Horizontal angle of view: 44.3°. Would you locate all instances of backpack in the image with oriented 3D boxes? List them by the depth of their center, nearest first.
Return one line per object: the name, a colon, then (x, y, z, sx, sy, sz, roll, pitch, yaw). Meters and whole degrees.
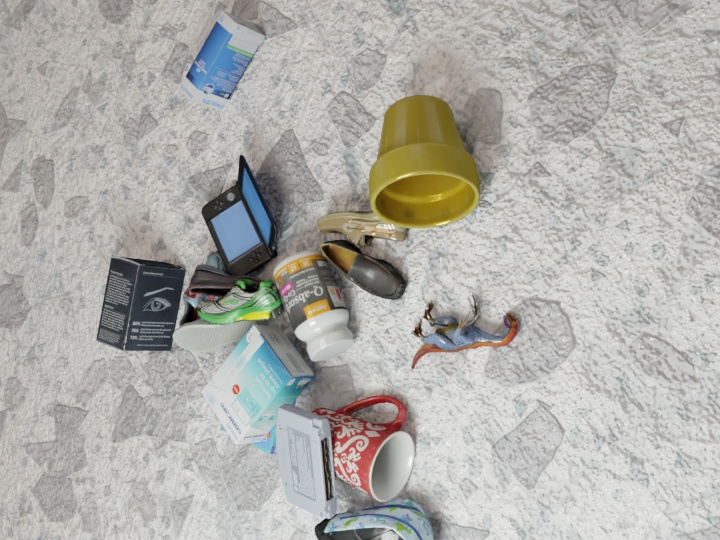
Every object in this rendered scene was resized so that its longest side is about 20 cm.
backpack: (0.039, 0.501, 1.620, 0.199, 0.153, 0.164, -28, 91, 50)

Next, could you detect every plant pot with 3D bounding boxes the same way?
plant pot: (0.112, -0.206, 1.613, 0.199, 0.200, 0.191, -19, 60, 32)

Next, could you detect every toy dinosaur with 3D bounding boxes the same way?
toy dinosaur: (0.194, 0.114, 1.612, 0.180, 0.105, 0.202, 21, 135, 21)

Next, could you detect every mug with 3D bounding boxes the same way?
mug: (-0.001, 0.330, 1.696, 0.198, 0.177, 0.135, 13, 130, 38)

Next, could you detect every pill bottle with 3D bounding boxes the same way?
pill bottle: (-0.091, 0.070, 1.762, 0.116, 0.116, 0.202, -34, 68, 27)

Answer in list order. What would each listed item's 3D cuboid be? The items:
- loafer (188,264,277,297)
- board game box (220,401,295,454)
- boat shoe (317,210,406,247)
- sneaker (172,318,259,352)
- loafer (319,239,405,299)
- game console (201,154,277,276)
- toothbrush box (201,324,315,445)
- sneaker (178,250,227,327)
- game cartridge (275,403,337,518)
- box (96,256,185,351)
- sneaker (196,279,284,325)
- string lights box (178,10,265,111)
loafer: (-0.269, 0.046, 1.880, 0.198, 0.072, 0.063, 16, 53, 10)
board game box: (-0.207, 0.265, 1.868, 0.151, 0.045, 0.202, 19, 96, 34)
boat shoe: (-0.001, -0.081, 1.741, 0.198, 0.071, 0.065, -2, 84, 33)
sneaker: (-0.305, 0.121, 1.915, 0.197, 0.082, 0.075, -10, 115, 11)
loafer: (0.000, 0.000, 1.732, 0.199, 0.072, 0.074, 28, 100, 32)
game console: (-0.262, -0.111, 1.888, 0.170, 0.118, 0.201, -31, 68, 9)
toothbrush box: (-0.210, 0.230, 1.796, 0.200, 0.085, 0.147, -50, 62, 21)
sneaker: (-0.343, 0.054, 1.949, 0.079, 0.095, 0.202, 19, 97, 33)
game cartridge: (-0.105, 0.355, 1.669, 0.132, 0.040, 0.203, 10, 111, 40)
box: (-0.501, 0.077, 2.026, 0.103, 0.147, 0.203, 12, 92, 35)
sneaker: (-0.249, 0.059, 1.812, 0.198, 0.078, 0.086, -9, 102, 22)
string lights box: (-0.307, -0.462, 1.965, 0.059, 0.102, 0.201, 45, 110, 28)
